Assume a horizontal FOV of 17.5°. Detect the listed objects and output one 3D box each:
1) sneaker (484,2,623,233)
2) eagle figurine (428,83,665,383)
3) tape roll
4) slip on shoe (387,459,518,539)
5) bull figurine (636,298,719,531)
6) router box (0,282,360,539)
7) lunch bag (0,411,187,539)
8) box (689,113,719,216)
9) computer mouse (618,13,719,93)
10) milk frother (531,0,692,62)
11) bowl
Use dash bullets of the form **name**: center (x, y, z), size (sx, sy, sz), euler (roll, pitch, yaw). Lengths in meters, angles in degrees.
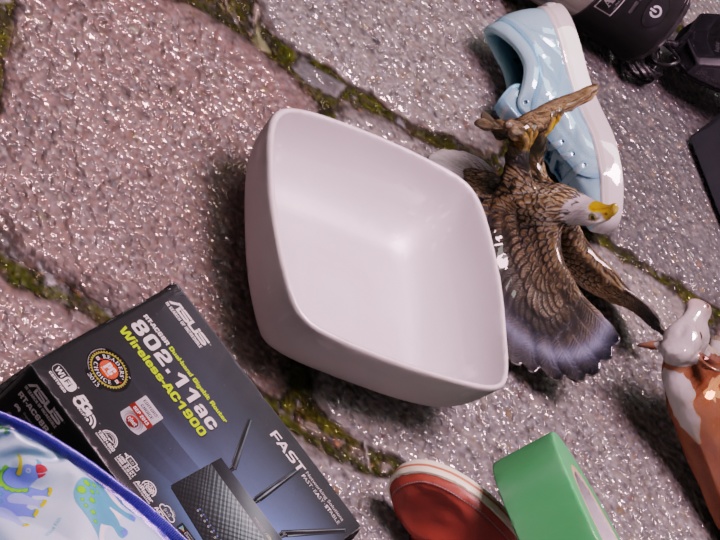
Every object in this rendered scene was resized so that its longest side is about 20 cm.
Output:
- **sneaker**: center (0.149, -0.117, 1.880), size (0.081, 0.074, 0.201), euler (-12, 69, -16)
- **eagle figurine**: center (0.145, -0.024, 1.762), size (0.151, 0.151, 0.201), euler (-15, 101, -8)
- **tape roll**: center (0.153, 0.205, 1.531), size (0.201, 0.048, 0.200), euler (61, 5, -10)
- **slip on shoe**: center (0.081, 0.211, 1.522), size (0.061, 0.074, 0.201), euler (-30, 86, -49)
- **bull figurine**: center (0.277, 0.111, 1.772), size (0.121, 0.065, 0.201), euler (-28, 104, -52)
- **router box**: center (-0.112, 0.122, 1.410), size (0.200, 0.062, 0.150), euler (53, 37, 4)
- **lunch bag**: center (-0.199, 0.167, 1.200), size (0.200, 0.170, 0.128), euler (44, 37, -8)
- **box**: center (0.385, -0.042, 2.026), size (0.141, 0.079, 0.201), euler (12, 51, -43)
- **computer mouse**: center (0.335, -0.189, 2.068), size (0.199, 0.053, 0.139), euler (8, 41, 13)
- **milk frother**: center (0.181, -0.306, 2.025), size (0.188, 0.181, 0.200), euler (28, -1, -26)
- **bowl**: center (0.000, 0.000, 1.614), size (0.199, 0.075, 0.201), euler (21, 47, -32)
